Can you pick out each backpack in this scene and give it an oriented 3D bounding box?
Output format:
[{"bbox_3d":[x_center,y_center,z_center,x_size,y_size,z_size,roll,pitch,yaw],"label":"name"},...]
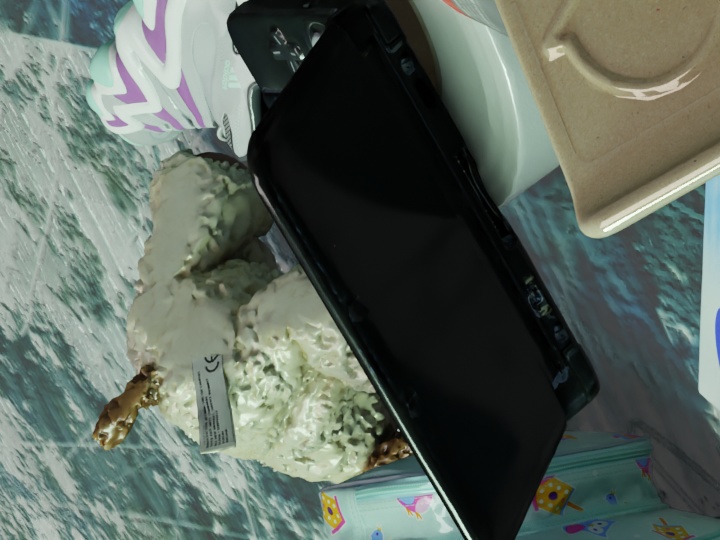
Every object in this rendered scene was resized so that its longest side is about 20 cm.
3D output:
[{"bbox_3d":[0.083,0.152,1.386,0.200,0.175,0.154,3,96,48],"label":"backpack"}]

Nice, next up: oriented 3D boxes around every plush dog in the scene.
[{"bbox_3d":[-0.043,0.056,1.565,0.200,0.161,0.172,36,178,40],"label":"plush dog"}]

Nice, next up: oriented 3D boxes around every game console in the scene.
[{"bbox_3d":[0.000,0.000,1.220,0.176,0.116,0.200,7,131,59],"label":"game console"}]

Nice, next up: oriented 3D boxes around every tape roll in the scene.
[{"bbox_3d":[0.022,-0.122,1.245,0.202,0.071,0.203,42,155,25],"label":"tape roll"}]

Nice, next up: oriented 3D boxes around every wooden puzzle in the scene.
[{"bbox_3d":[0.114,-0.134,0.917,0.185,0.046,0.201,-30,68,32],"label":"wooden puzzle"}]

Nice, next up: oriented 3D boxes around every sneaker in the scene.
[{"bbox_3d":[-0.061,-0.079,1.459,0.140,0.078,0.200,49,158,13],"label":"sneaker"}]

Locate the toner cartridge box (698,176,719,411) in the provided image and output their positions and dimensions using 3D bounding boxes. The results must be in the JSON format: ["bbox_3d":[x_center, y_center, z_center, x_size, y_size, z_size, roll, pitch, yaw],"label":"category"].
[{"bbox_3d":[0.179,0.003,1.153,0.095,0.043,0.200,41,154,31],"label":"toner cartridge box"}]

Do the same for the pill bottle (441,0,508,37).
[{"bbox_3d":[0.115,-0.111,1.019,0.200,0.116,0.116,31,149,42],"label":"pill bottle"}]
